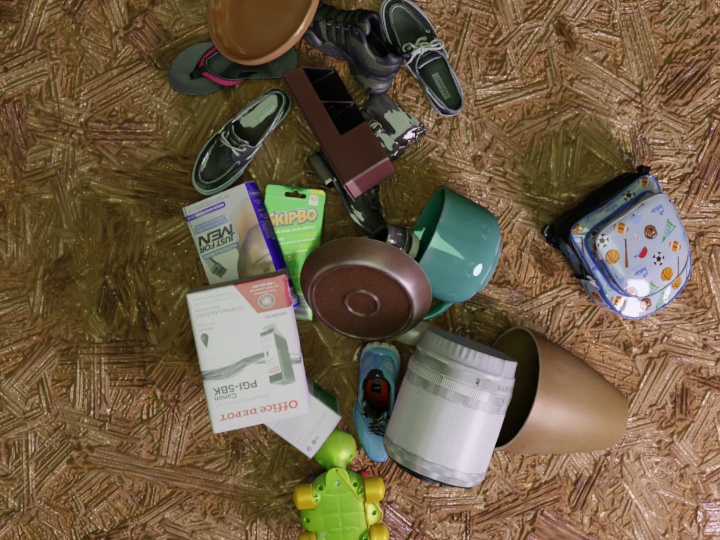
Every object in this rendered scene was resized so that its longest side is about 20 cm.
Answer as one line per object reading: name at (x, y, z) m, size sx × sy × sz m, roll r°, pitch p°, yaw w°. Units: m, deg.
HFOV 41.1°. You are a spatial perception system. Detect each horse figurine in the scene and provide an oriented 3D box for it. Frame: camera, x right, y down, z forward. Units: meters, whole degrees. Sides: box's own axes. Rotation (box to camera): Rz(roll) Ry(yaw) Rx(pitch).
horse figurine at (0.078, 0.115, 1.495) m, size 0.198 × 0.050 × 0.134 m, roll 24°, pitch 102°, yaw -3°

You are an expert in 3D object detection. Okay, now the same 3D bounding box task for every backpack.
backpack at (0.407, -0.029, 1.445) m, size 0.198 × 0.154 × 0.192 m, roll -32°, pitch 108°, yaw -1°

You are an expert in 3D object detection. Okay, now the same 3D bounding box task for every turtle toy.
turtle toy at (-0.033, 0.349, 1.495) m, size 0.143 × 0.101 × 0.204 m, roll -5°, pitch 97°, yaw -2°

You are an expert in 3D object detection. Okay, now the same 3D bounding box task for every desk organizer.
desk organizer at (-0.032, -0.211, 1.394) m, size 0.076 × 0.072 × 0.202 m, roll -30°, pitch 73°, yaw 4°

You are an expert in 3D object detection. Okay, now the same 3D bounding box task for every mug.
mug at (0.134, -0.020, 1.436) m, size 0.113 × 0.153 × 0.186 m, roll 23°, pitch 136°, yaw -9°

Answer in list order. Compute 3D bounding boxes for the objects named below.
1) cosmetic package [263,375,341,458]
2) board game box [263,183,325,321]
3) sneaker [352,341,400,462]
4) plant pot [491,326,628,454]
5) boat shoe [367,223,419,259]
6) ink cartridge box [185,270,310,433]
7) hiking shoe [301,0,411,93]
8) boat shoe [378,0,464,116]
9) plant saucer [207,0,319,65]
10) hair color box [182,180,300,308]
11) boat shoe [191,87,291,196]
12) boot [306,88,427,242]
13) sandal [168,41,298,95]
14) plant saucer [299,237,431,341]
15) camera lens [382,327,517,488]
cosmetic package at (-0.132, 0.185, 1.467) m, size 0.199 × 0.108 × 0.085 m, roll 38°, pitch 94°, yaw -8°
board game box at (-0.109, -0.028, 1.477) m, size 0.094 × 0.030 × 0.204 m, roll 7°, pitch 100°, yaw -1°
sneaker at (0.020, 0.214, 1.468) m, size 0.077 × 0.090 × 0.203 m, roll 2°, pitch 117°, yaw 9°
plant pot at (0.303, 0.202, 1.464) m, size 0.197 × 0.186 × 0.189 m, roll 17°, pitch 97°, yaw -19°
boat shoe at (0.000, 0.000, 1.434) m, size 0.060 × 0.072 × 0.201 m, roll 28°, pitch 125°, yaw -31°
ink cartridge box at (-0.157, 0.114, 1.364) m, size 0.144 × 0.083 × 0.203 m, roll -11°, pitch 95°, yaw -4°
hiking shoe at (-0.015, -0.354, 1.391) m, size 0.199 × 0.076 × 0.101 m, roll 38°, pitch 138°, yaw -5°
boat shoe at (0.093, -0.319, 1.426) m, size 0.073 × 0.068 × 0.201 m, roll -27°, pitch 98°, yaw 1°
plant saucer at (-0.134, -0.388, 1.378) m, size 0.197 × 0.037 × 0.204 m, roll -8°, pitch 74°, yaw 30°
hair color box at (-0.178, -0.020, 1.440) m, size 0.108 × 0.065 × 0.203 m, roll -20°, pitch 94°, yaw 12°
boat shoe at (-0.183, -0.198, 1.426) m, size 0.072 × 0.071 × 0.201 m, roll 40°, pitch 91°, yaw 0°
boot at (0.033, -0.160, 1.445) m, size 0.174 × 0.069 × 0.201 m, roll -40°, pitch 95°, yaw 4°
sandal at (-0.191, -0.308, 1.427) m, size 0.197 × 0.045 × 0.076 m, roll -9°, pitch 98°, yaw -1°
plant saucer at (0.005, 0.038, 1.394) m, size 0.197 × 0.035 × 0.202 m, roll 7°, pitch 134°, yaw 7°
camera lens at (0.130, 0.203, 1.400) m, size 0.158 × 0.160 × 0.203 m, roll 18°, pitch 93°, yaw -5°
